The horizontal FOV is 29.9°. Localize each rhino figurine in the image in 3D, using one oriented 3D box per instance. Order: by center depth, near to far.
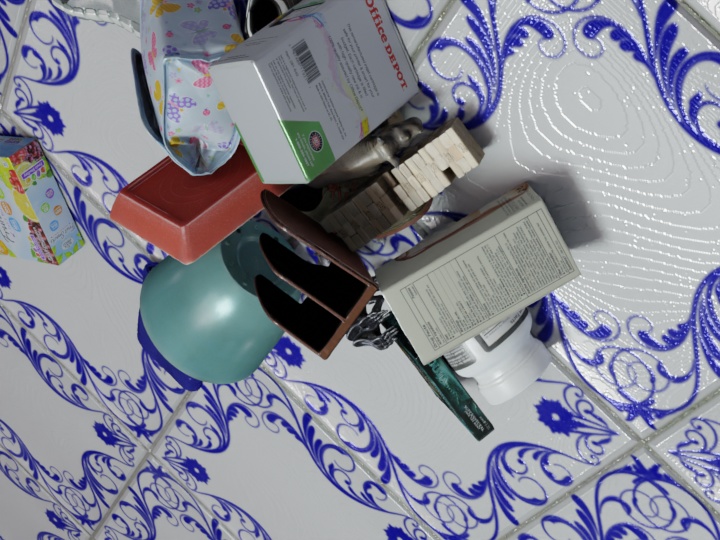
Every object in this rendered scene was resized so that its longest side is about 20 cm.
[{"bbox_3d":[0.001,-0.136,1.523,0.199,0.087,0.060,-9,118,47],"label":"rhino figurine"}]

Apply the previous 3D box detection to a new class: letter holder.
[{"bbox_3d":[-0.078,-0.004,1.522,0.142,0.101,0.200,35,-174,-15],"label":"letter holder"}]

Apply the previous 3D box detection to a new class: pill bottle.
[{"bbox_3d":[0.130,0.052,1.591,0.200,0.116,0.116,52,143,-7],"label":"pill bottle"}]

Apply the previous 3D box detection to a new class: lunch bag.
[{"bbox_3d":[-0.206,-0.233,1.600,0.201,0.126,0.170,102,157,-51],"label":"lunch bag"}]

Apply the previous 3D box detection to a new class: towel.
[{"bbox_3d":[-0.284,0.086,2.097,0.148,0.049,0.201,42,145,18],"label":"towel"}]

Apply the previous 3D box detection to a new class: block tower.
[{"bbox_3d":[0.048,-0.096,1.526,0.199,0.054,0.058,-33,102,28],"label":"block tower"}]

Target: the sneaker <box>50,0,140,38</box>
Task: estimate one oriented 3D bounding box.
[{"bbox_3d":[-0.304,-0.366,1.681,0.199,0.075,0.116,21,132,16],"label":"sneaker"}]

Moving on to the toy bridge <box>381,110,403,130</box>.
[{"bbox_3d":[-0.030,-0.182,1.606,0.199,0.027,0.068,1,124,43],"label":"toy bridge"}]

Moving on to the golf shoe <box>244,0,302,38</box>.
[{"bbox_3d":[-0.099,-0.269,1.540,0.077,0.095,0.201,23,139,26],"label":"golf shoe"}]

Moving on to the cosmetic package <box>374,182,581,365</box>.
[{"bbox_3d":[0.126,0.002,1.476,0.104,0.199,0.087,60,-177,-17],"label":"cosmetic package"}]

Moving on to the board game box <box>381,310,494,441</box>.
[{"bbox_3d":[0.092,0.127,1.678,0.136,0.028,0.200,52,177,-16],"label":"board game box"}]

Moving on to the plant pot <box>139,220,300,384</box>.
[{"bbox_3d":[-0.171,0.027,1.812,0.201,0.201,0.161,47,131,-1],"label":"plant pot"}]

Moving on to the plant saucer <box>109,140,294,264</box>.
[{"bbox_3d":[-0.193,-0.107,1.658,0.199,0.200,0.037,27,150,47],"label":"plant saucer"}]

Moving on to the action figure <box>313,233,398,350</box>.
[{"bbox_3d":[0.000,0.000,1.685,0.119,0.102,0.201,52,-165,-53],"label":"action figure"}]

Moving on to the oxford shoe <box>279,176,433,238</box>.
[{"bbox_3d":[-0.010,-0.081,1.607,0.199,0.071,0.075,-9,152,29],"label":"oxford shoe"}]

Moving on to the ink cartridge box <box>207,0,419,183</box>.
[{"bbox_3d":[-0.046,-0.207,1.457,0.084,0.200,0.146,2,126,47],"label":"ink cartridge box"}]

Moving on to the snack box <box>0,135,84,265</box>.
[{"bbox_3d":[-0.549,-0.114,2.151,0.168,0.068,0.201,10,129,39],"label":"snack box"}]
